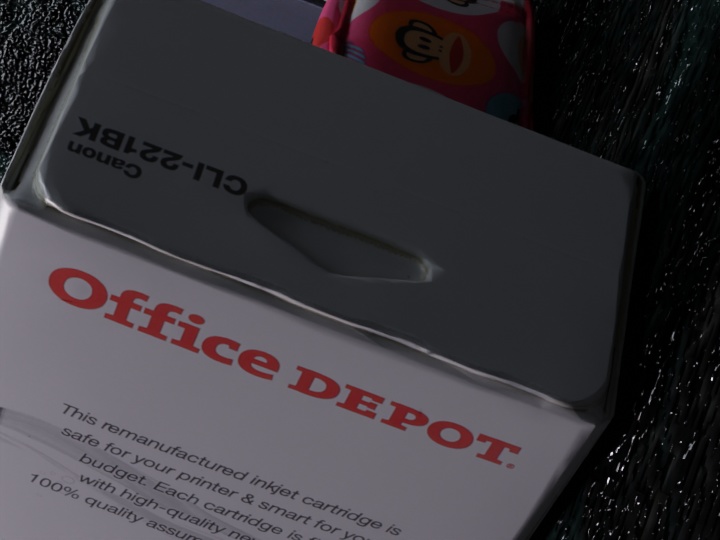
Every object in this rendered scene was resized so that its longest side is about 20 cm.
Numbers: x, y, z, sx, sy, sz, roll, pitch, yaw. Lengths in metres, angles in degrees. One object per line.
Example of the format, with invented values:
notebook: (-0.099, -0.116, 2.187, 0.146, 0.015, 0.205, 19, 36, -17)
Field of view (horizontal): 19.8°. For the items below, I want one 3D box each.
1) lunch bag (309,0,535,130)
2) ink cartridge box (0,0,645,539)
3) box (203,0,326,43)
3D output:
lunch bag: (0.000, 0.000, 0.726, 0.200, 0.081, 0.177, -77, 5, -56)
ink cartridge box: (-0.032, 0.038, 0.534, 0.200, 0.143, 0.084, 118, 171, -48)
box: (-0.016, -0.205, 1.181, 0.104, 0.147, 0.201, 121, 168, -61)
